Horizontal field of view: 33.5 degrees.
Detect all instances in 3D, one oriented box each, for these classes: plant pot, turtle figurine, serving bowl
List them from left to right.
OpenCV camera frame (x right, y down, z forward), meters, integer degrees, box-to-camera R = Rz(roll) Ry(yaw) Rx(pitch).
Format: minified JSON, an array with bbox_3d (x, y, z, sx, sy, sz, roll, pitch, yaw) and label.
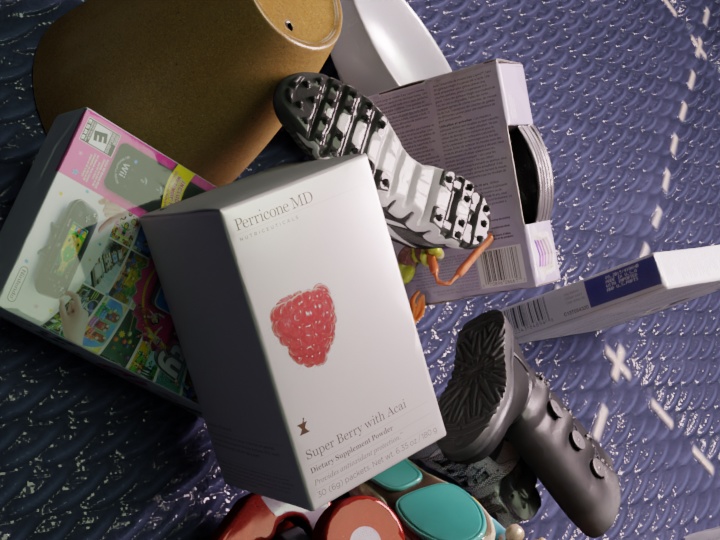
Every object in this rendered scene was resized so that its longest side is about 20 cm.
[{"bbox_3d":[-0.114,-0.160,0.894,0.186,0.199,0.188,23,55,-37],"label":"plant pot"},{"bbox_3d":[0.000,0.000,0.982,0.161,0.200,0.064,47,12,6],"label":"turtle figurine"},{"bbox_3d":[0.026,-0.189,1.144,0.200,0.066,0.201,47,25,-29],"label":"serving bowl"}]

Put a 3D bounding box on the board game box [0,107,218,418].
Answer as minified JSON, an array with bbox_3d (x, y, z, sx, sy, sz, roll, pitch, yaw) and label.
[{"bbox_3d":[-0.149,0.001,0.843,0.199,0.064,0.149,32,71,-32],"label":"board game box"}]

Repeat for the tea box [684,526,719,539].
[{"bbox_3d":[0.472,0.375,1.288,0.199,0.133,0.198,15,60,-42],"label":"tea box"}]

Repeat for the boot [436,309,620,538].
[{"bbox_3d":[0.146,0.155,1.003,0.201,0.065,0.165,55,34,-25],"label":"boot"}]

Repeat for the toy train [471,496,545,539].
[{"bbox_3d":[0.133,0.253,0.962,0.199,0.150,0.056,27,70,19],"label":"toy train"}]

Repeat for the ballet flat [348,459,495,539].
[{"bbox_3d":[0.044,0.186,0.901,0.067,0.200,0.063,-16,110,-19],"label":"ballet flat"}]

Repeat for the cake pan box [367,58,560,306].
[{"bbox_3d":[0.064,-0.066,1.007,0.052,0.199,0.186,-13,91,-54],"label":"cake pan box"}]

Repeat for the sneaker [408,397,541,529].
[{"bbox_3d":[0.095,0.171,1.036,0.199,0.075,0.115,6,63,-48],"label":"sneaker"}]

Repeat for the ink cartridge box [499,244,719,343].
[{"bbox_3d":[0.268,0.023,1.206,0.199,0.196,0.044,-6,76,-48],"label":"ink cartridge box"}]

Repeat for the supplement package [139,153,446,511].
[{"bbox_3d":[-0.045,0.037,0.804,0.121,0.119,0.202,-24,103,-32],"label":"supplement package"}]

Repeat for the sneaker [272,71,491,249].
[{"bbox_3d":[0.001,-0.069,0.881,0.199,0.090,0.067,34,60,-30],"label":"sneaker"}]

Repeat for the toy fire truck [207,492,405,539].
[{"bbox_3d":[-0.045,0.253,0.831,0.167,0.112,0.201,-21,85,-31],"label":"toy fire truck"}]
